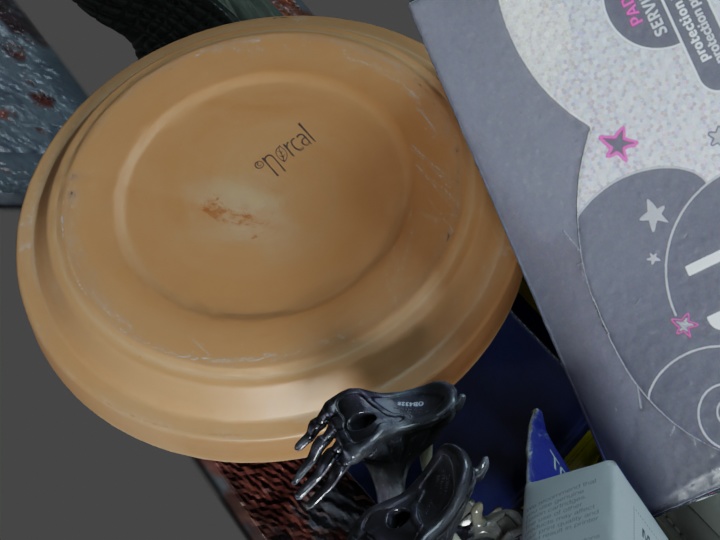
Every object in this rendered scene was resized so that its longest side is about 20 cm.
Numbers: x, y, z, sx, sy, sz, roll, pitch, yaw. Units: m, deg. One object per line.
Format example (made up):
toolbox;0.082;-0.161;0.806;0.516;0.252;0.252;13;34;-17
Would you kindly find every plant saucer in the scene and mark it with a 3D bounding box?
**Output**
plant saucer;-0.035;-0.022;0.674;0.199;0.032;0.202;-3;56;5

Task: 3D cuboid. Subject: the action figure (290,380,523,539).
action figure;0.043;0.125;0.616;0.200;0.102;0.119;50;6;-39

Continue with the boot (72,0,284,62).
boot;-0.060;-0.110;0.894;0.130;0.068;0.200;6;42;-55

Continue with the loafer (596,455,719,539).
loafer;0.154;0.145;0.683;0.200;0.070;0.070;47;-10;30

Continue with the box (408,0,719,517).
box;0.126;-0.030;0.626;0.115;0.132;0.201;0;66;-67

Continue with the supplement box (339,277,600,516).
supplement box;0.078;0.036;0.777;0.110;0.109;0.200;47;28;17

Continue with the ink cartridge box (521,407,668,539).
ink cartridge box;0.110;0.160;0.527;0.200;0.040;0.200;55;22;-21
